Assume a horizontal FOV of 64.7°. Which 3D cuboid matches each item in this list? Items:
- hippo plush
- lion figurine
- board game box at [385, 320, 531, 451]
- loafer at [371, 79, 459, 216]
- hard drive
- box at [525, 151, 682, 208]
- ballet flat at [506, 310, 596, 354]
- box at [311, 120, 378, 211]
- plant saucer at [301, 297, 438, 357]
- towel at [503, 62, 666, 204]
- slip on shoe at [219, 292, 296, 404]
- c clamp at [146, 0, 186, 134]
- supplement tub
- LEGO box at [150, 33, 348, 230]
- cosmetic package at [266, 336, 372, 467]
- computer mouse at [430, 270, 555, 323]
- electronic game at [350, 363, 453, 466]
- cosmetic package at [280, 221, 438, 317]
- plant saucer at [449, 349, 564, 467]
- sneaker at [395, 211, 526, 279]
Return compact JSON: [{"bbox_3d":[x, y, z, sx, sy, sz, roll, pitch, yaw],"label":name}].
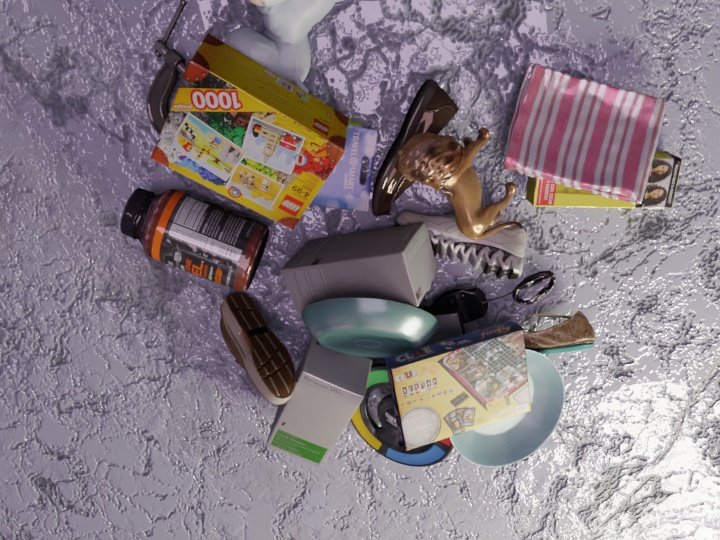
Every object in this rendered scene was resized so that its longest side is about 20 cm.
[{"bbox_3d":[-0.109,-0.323,0.724,0.198,0.160,0.162,-12,140,-37],"label":"hippo plush"},{"bbox_3d":[0.137,-0.104,0.754,0.122,0.072,0.201,-42,105,-22],"label":"lion figurine"},{"bbox_3d":[0.142,0.163,0.810,0.197,0.035,0.138,-14,110,-9],"label":"board game box"},{"bbox_3d":[0.076,-0.158,0.793,0.070,0.073,0.202,25,110,-7],"label":"loafer"},{"bbox_3d":[0.111,0.155,0.914,0.137,0.033,0.203,-6,113,25],"label":"hard drive"},{"bbox_3d":[0.341,-0.130,0.808,0.196,0.050,0.077,2,112,2],"label":"box"},{"bbox_3d":[0.265,0.106,0.899,0.196,0.071,0.066,-12,71,12],"label":"ballet flat"},{"bbox_3d":[-0.078,-0.158,0.813,0.196,0.048,0.124,8,111,0],"label":"box"},{"bbox_3d":[0.012,0.089,0.807,0.196,0.201,0.037,6,68,0],"label":"plant saucer"},{"bbox_3d":[0.301,-0.184,0.761,0.197,0.030,0.149,16,87,2],"label":"towel"},{"bbox_3d":[-0.164,0.126,0.870,0.201,0.075,0.061,53,125,27],"label":"slip on shoe"},{"bbox_3d":[-0.222,-0.226,0.775,0.200,0.027,0.171,48,120,0],"label":"c clamp"},{"bbox_3d":[-0.241,-0.051,0.830,0.197,0.107,0.108,21,111,-5],"label":"supplement tub"},{"bbox_3d":[-0.135,-0.164,0.707,0.198,0.078,0.149,26,130,-19],"label":"LEGO box"},{"bbox_3d":[-0.069,0.212,0.913,0.106,0.085,0.202,22,128,-5],"label":"cosmetic package"},{"bbox_3d":[0.201,0.038,0.876,0.197,0.034,0.059,-17,109,18],"label":"computer mouse"},{"bbox_3d":[0.064,0.240,0.932,0.197,0.042,0.203,14,121,23],"label":"electronic game"},{"bbox_3d":[0.000,0.000,0.810,0.197,0.107,0.091,-11,112,27],"label":"cosmetic package"},{"bbox_3d":[0.220,0.208,0.883,0.197,0.039,0.205,-4,107,-13],"label":"plant saucer"},{"bbox_3d":[0.150,-0.054,0.841,0.197,0.075,0.082,19,80,4],"label":"sneaker"}]
